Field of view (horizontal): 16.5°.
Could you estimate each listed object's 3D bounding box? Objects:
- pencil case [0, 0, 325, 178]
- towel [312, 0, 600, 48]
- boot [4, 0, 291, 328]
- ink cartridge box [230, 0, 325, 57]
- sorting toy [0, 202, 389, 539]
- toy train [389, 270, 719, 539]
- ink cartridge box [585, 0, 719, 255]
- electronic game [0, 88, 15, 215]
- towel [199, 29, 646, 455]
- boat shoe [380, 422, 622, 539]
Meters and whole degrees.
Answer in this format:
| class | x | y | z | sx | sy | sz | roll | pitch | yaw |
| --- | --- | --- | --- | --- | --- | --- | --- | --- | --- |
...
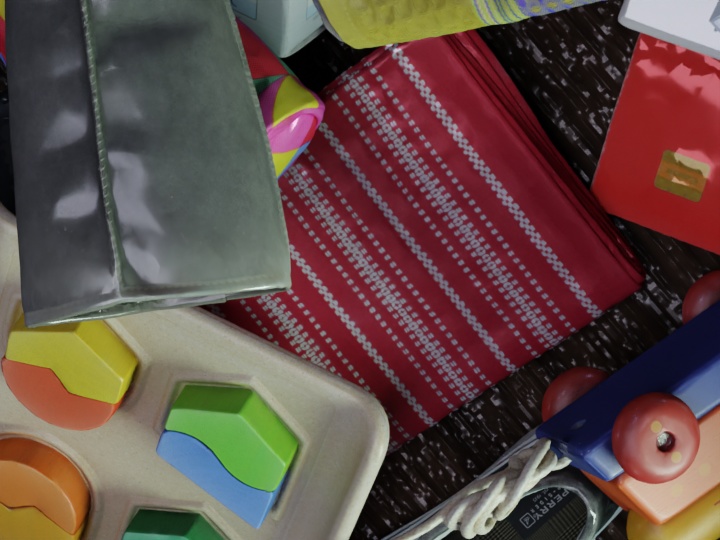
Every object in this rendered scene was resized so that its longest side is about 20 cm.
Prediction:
| class | x | y | z | sx | sy | sz | roll | pitch | yaw |
| --- | --- | --- | --- | --- | --- | --- | --- | --- | --- |
| pencil case | -0.106 | -0.094 | 0.967 | 0.200 | 0.088 | 0.088 | 46 | 114 | 6 |
| towel | 0.040 | -0.151 | 0.853 | 0.200 | 0.023 | 0.144 | -4 | 114 | 41 |
| boot | -0.121 | -0.079 | 0.899 | 0.182 | 0.073 | 0.200 | -4 | 96 | 10 |
| ink cartridge box | -0.076 | -0.198 | 0.952 | 0.160 | 0.047 | 0.200 | 28 | 138 | 23 |
| sorting toy | -0.099 | 0.081 | 1.055 | 0.200 | 0.036 | 0.185 | 29 | 133 | 8 |
| toy train | 0.116 | 0.094 | 0.951 | 0.200 | 0.085 | 0.116 | -34 | 105 | -12 |
| ink cartridge box | 0.195 | -0.068 | 0.938 | 0.200 | 0.045 | 0.176 | 21 | 109 | 15 |
| electronic game | -0.130 | -0.045 | 1.068 | 0.200 | 0.042 | 0.200 | 4 | 108 | 13 |
| towel | 0.000 | 0.000 | 1.022 | 0.200 | 0.022 | 0.145 | -34 | 103 | 21 |
| boat shoe | 0.032 | 0.135 | 1.037 | 0.072 | 0.071 | 0.200 | 43 | 115 | 6 |
